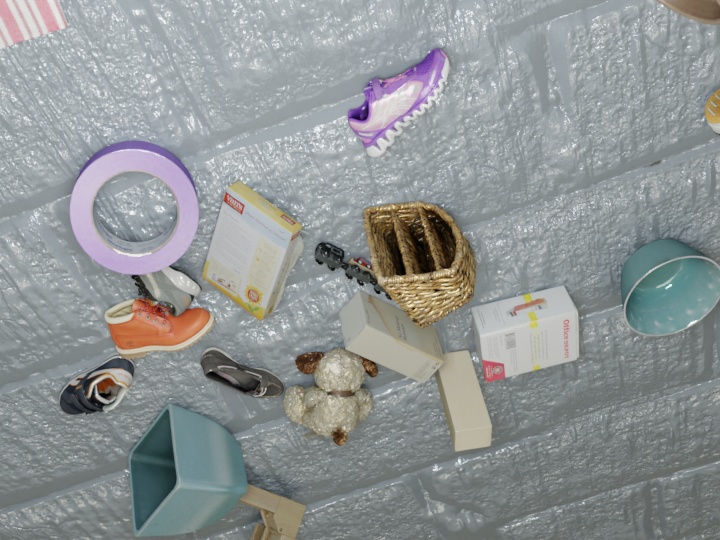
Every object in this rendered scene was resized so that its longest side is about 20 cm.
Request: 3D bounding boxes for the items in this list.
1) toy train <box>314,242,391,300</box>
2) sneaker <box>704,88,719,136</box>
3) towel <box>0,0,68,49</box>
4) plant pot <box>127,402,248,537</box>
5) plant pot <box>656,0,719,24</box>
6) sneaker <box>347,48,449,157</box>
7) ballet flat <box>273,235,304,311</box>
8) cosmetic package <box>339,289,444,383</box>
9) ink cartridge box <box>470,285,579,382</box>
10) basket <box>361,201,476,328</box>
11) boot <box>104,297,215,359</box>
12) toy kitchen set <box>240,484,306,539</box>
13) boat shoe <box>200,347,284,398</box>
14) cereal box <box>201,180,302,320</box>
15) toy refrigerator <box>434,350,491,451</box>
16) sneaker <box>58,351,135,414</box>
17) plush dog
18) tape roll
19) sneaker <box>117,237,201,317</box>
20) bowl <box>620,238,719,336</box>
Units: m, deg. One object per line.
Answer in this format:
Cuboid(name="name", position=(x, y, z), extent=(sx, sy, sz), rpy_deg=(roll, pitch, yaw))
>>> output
Cuboid(name="toy train", position=(0.000, 0.000, 1.497), extent=(0.198, 0.046, 0.034), rpy_deg=(27, 133, -25))
Cuboid(name="sneaker", position=(0.674, -0.298, 1.361), extent=(0.198, 0.077, 0.087), rpy_deg=(-29, 144, 19))
Cuboid(name="towel", position=(-0.518, -0.375, 1.106), extent=(0.196, 0.030, 0.148), rpy_deg=(-16, 130, 0))
Cuboid(name="plant pot", position=(-0.351, 0.429, 1.708), extent=(0.198, 0.198, 0.197), rpy_deg=(19, 125, -37))
Cuboid(name="plant pot", position=(0.470, -0.470, 1.115), extent=(0.198, 0.201, 0.176), rpy_deg=(29, 101, -29))
Cuboid(name="sneaker", position=(0.052, -0.271, 1.262), extent=(0.088, 0.081, 0.200), rpy_deg=(35, 118, -23))
Cuboid(name="ballet flat", position=(-0.164, 0.015, 1.462), extent=(0.068, 0.070, 0.202), rpy_deg=(17, 124, -22))
Cuboid(name="cosmetic package", position=(0.061, 0.130, 1.578), extent=(0.198, 0.105, 0.073), rpy_deg=(27, 120, -30))
Cuboid(name="ink cartridge box", position=(0.331, 0.128, 1.636), extent=(0.196, 0.084, 0.147), rpy_deg=(-13, 131, 1))
Cuboid(name="basket", position=(0.105, -0.035, 1.381), extent=(0.141, 0.202, 0.149), rpy_deg=(-30, 128, 17))
Cuboid(name="boot", position=(-0.370, 0.093, 1.494), extent=(0.196, 0.076, 0.109), rpy_deg=(-14, 126, 3))
Cuboid(name="toy kitchen set", position=(-0.264, 0.607, 1.891), extent=(0.179, 0.204, 0.162), rpy_deg=(30, 161, -30))
Cuboid(name="boat shoe", position=(-0.237, 0.222, 1.632), extent=(0.198, 0.058, 0.067), rpy_deg=(31, 119, -30))
Cuboid(name="cereal box", position=(-0.189, -0.032, 1.391), extent=(0.143, 0.039, 0.202), rpy_deg=(35, 126, 14))
Cuboid(name="toy refrigerator", position=(0.206, 0.263, 1.649), extent=(0.074, 0.202, 0.071), rpy_deg=(-8, 132, -4))
Cuboid(name="sneaker", position=(-0.521, 0.238, 1.583), extent=(0.199, 0.080, 0.078), rpy_deg=(-37, 127, 22))
Cuboid(name="plush dog", position=(-0.050, 0.241, 1.641), extent=(0.195, 0.161, 0.176), rpy_deg=(2, 103, -14))
Cuboid(name="tape roll", position=(-0.357, -0.099, 1.294), extent=(0.195, 0.066, 0.205), rpy_deg=(-5, 111, -13))
Cuboid(name="sneaker", position=(-0.366, 0.010, 1.404), extent=(0.199, 0.073, 0.080), rpy_deg=(39, 77, -33))
Cuboid(name="bowl", position=(0.587, 0.019, 1.576), extent=(0.196, 0.106, 0.204), rpy_deg=(-5, 131, -5))
